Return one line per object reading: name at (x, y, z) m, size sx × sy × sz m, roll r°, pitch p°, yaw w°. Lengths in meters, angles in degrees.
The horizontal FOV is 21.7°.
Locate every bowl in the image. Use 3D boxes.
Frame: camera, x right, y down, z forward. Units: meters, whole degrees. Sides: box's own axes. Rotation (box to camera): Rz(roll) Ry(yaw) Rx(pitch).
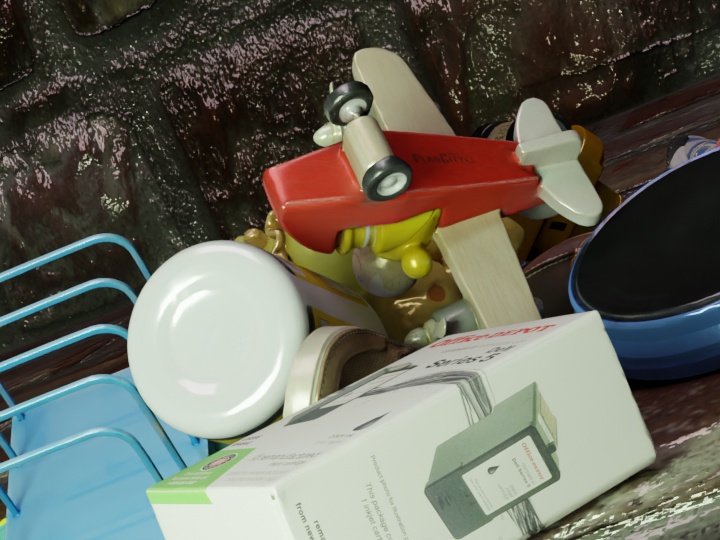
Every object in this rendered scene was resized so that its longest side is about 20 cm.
bowl at (0.214, -0.014, 1.122) m, size 0.200 × 0.039 × 0.201 m, roll -28°, pitch 24°, yaw 13°

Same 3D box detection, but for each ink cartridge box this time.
ink cartridge box at (0.019, 0.099, 0.910) m, size 0.199 × 0.084 × 0.145 m, roll -26°, pitch 6°, yaw -30°

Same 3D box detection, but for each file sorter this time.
file sorter at (-0.174, 0.094, 1.124) m, size 0.138 × 0.123 × 0.200 m, roll -22°, pitch 36°, yaw 8°

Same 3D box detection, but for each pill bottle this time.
pill bottle at (-0.047, 0.053, 1.121) m, size 0.111 × 0.113 × 0.200 m, roll -21°, pitch -18°, yaw 17°

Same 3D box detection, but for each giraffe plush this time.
giraffe plush at (0.000, 0.000, 1.307) m, size 0.173 × 0.162 × 0.200 m, roll -46°, pitch 11°, yaw 21°

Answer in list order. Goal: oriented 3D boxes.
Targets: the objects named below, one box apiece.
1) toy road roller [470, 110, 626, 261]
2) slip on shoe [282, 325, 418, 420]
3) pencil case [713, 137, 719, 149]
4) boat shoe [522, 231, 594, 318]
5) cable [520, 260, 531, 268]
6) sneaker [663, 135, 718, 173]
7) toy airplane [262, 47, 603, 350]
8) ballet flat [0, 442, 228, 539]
toy road roller at (0.152, -0.037, 1.658) m, size 0.201 × 0.146 × 0.123 m, roll -62°, pitch 16°, yaw -11°
slip on shoe at (0.018, 0.076, 1.060) m, size 0.060 × 0.077 × 0.200 m, roll 7°, pitch -8°, yaw 23°
pencil case at (0.323, -0.101, 1.437) m, size 0.088 × 0.089 × 0.200 m, roll -17°, pitch 22°, yaw 41°
boat shoe at (0.179, 0.004, 1.250) m, size 0.199 × 0.071 × 0.070 m, roll -19°, pitch 2°, yaw 29°
cable at (0.123, 0.023, 1.402) m, size 0.162 × 0.051 × 0.200 m, roll -24°, pitch 6°, yaw -15°
sneaker at (0.294, -0.069, 1.549) m, size 0.077 × 0.076 × 0.200 m, roll -10°, pitch 15°, yaw 12°
toy airplane at (0.047, -0.039, 1.165) m, size 0.141 × 0.198 × 0.200 m, roll -57°, pitch 2°, yaw 39°
ballet flat at (-0.145, 0.154, 1.200) m, size 0.199 × 0.067 × 0.067 m, roll -23°, pitch -23°, yaw 3°
